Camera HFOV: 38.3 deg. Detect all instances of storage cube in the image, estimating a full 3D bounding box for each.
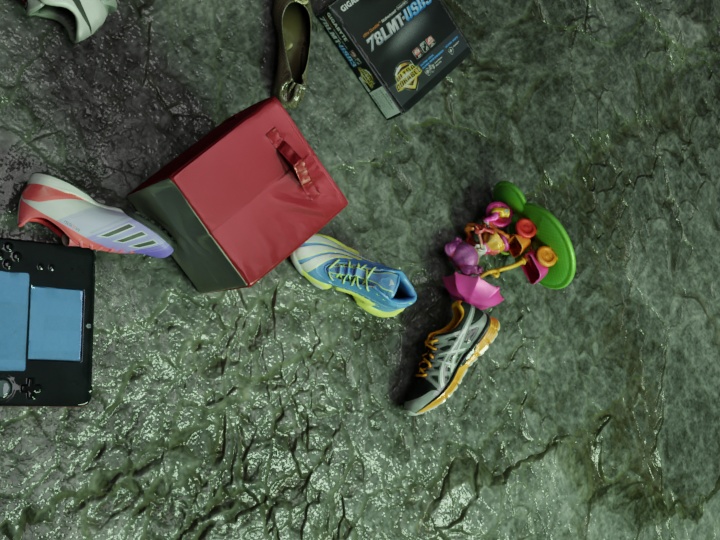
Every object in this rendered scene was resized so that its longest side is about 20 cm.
[{"bbox_3d":[-0.161,-0.092,1.338,0.180,0.200,0.171,-42,107,-25],"label":"storage cube"}]

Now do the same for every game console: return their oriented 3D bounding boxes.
[{"bbox_3d":[-0.405,0.063,1.247,0.177,0.031,0.200,6,80,-33],"label":"game console"}]

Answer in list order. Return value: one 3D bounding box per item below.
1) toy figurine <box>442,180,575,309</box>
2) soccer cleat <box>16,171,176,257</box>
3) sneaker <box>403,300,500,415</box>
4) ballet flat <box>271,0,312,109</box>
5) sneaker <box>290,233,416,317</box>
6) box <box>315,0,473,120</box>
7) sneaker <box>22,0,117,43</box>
[{"bbox_3d":[0.204,-0.024,1.626,0.184,0.150,0.200,-27,76,-24],"label":"toy figurine"},{"bbox_3d":[-0.329,-0.050,1.295,0.200,0.068,0.073,26,69,-24],"label":"soccer cleat"},{"bbox_3d":[0.123,0.132,1.559,0.077,0.078,0.200,42,73,-11],"label":"sneaker"},{"bbox_3d":[-0.095,-0.332,1.506,0.067,0.046,0.200,12,76,-33],"label":"ballet flat"},{"bbox_3d":[0.000,0.000,1.483,0.200,0.105,0.076,28,68,-28],"label":"sneaker"},{"bbox_3d":[0.057,-0.369,1.615,0.200,0.050,0.199,-44,108,-31],"label":"box"},{"bbox_3d":[-0.403,-0.367,1.288,0.200,0.074,0.089,41,61,-22],"label":"sneaker"}]
